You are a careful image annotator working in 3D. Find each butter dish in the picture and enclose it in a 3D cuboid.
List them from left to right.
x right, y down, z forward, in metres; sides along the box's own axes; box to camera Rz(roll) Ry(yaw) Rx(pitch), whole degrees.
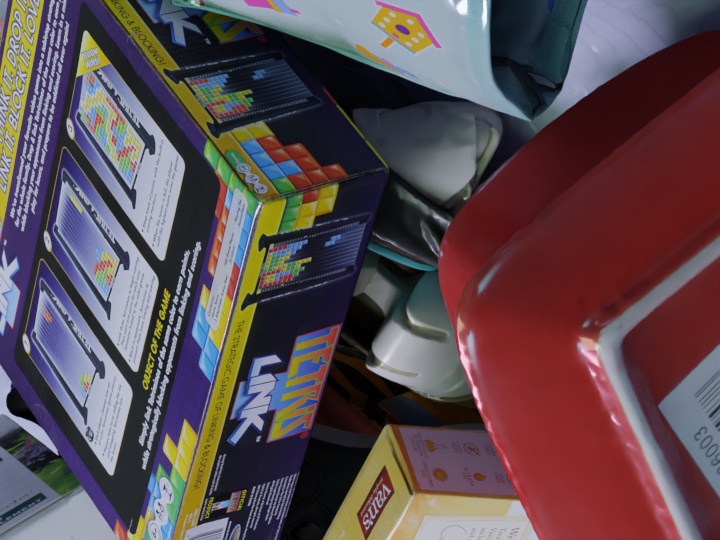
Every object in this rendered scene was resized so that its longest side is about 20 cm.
[{"bbox_3d":[0.104,0.006,1.000,0.148,0.199,0.200,33,156,51],"label":"butter dish"}]

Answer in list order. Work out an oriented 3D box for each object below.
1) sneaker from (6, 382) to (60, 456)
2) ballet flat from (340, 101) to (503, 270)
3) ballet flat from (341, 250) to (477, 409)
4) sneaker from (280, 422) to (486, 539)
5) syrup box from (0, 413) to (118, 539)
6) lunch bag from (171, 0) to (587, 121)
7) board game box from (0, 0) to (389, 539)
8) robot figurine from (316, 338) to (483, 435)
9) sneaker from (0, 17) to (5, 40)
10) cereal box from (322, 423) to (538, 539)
[{"bbox_3d":[-0.086,0.102,1.336,0.200,0.089,0.078,48,146,-17],"label":"sneaker"},{"bbox_3d":[0.047,-0.019,1.093,0.200,0.068,0.069,33,106,-7],"label":"ballet flat"},{"bbox_3d":[0.000,0.000,1.139,0.200,0.072,0.068,37,113,1],"label":"ballet flat"},{"bbox_3d":[0.006,0.108,1.156,0.199,0.099,0.071,7,124,16],"label":"sneaker"},{"bbox_3d":[-0.144,0.122,1.220,0.082,0.079,0.200,63,168,-13],"label":"syrup box"},{"bbox_3d":[-0.006,-0.150,0.929,0.170,0.122,0.201,20,138,21],"label":"lunch bag"},{"bbox_3d":[-0.073,-0.012,1.076,0.166,0.056,0.201,53,143,32],"label":"board game box"},{"bbox_3d":[-0.005,0.057,1.235,0.200,0.058,0.145,41,141,-8],"label":"robot figurine"},{"bbox_3d":[-0.152,-0.045,1.221,0.081,0.075,0.200,42,160,18],"label":"sneaker"},{"bbox_3d":[0.076,0.122,1.125,0.199,0.040,0.144,6,133,-26],"label":"cereal box"}]
